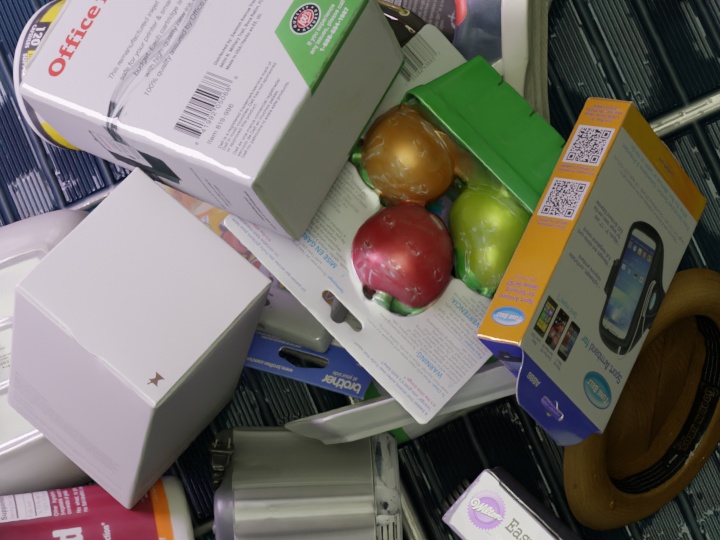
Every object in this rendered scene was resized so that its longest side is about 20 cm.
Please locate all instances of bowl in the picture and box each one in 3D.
[{"bbox_3d":[-0.254,0.066,1.530,0.198,0.075,0.201,-23,82,4],"label":"bowl"}]

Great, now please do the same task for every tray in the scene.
[{"bbox_3d":[0.055,0.083,1.390,0.198,0.107,0.022,-15,87,-17],"label":"tray"}]

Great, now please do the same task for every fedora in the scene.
[{"bbox_3d":[0.188,0.080,1.457,0.082,0.200,0.201,32,88,40],"label":"fedora"}]

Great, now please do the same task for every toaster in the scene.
[{"bbox_3d":[-0.035,0.184,1.451,0.128,0.114,0.202,-3,124,-1],"label":"toaster"}]

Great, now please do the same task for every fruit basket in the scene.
[{"bbox_3d":[0.042,-0.031,1.354,0.185,0.094,0.200,44,78,4],"label":"fruit basket"}]

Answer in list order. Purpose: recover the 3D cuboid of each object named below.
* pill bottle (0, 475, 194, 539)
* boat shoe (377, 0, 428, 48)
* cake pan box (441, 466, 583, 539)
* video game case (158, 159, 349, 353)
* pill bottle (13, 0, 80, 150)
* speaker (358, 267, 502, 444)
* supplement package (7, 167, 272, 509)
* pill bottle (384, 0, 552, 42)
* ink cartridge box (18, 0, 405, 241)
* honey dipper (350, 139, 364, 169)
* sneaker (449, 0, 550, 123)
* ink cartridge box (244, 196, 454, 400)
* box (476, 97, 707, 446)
[{"bbox_3d":[-0.218,0.212,1.467,0.198,0.114,0.115,-7,84,-11],"label":"pill bottle"},{"bbox_3d":[-0.024,-0.163,1.473,0.060,0.201,0.072,-36,122,-22],"label":"boat shoe"},{"bbox_3d":[0.142,0.211,1.423,0.200,0.184,0.052,44,90,7],"label":"cake pan box"},{"bbox_3d":[-0.059,-0.056,1.493,0.181,0.023,0.201,19,67,24],"label":"video game case"},{"bbox_3d":[-0.143,-0.140,1.479,0.199,0.112,0.113,3,84,39],"label":"pill bottle"},{"bbox_3d":[0.085,0.040,1.495,0.199,0.088,0.089,-33,82,1],"label":"speaker"},{"bbox_3d":[-0.150,0.049,1.384,0.121,0.200,0.120,40,65,8],"label":"supplement package"},{"bbox_3d":[0.042,-0.224,1.511,0.198,0.111,0.112,20,87,7],"label":"pill bottle"},{"bbox_3d":[-0.095,-0.126,1.328,0.199,0.083,0.147,24,75,29],"label":"ink cartridge box"},{"bbox_3d":[-0.004,-0.091,1.405,0.038,0.038,0.202,-18,107,3],"label":"honey dipper"},{"bbox_3d":[0.083,-0.117,1.447,0.084,0.075,0.202,6,107,20],"label":"sneaker"},{"bbox_3d":[0.000,0.000,1.481,0.118,0.042,0.201,14,63,28],"label":"ink cartridge box"},{"bbox_3d":[0.144,0.007,1.320,0.041,0.119,0.201,13,68,42],"label":"box"}]
